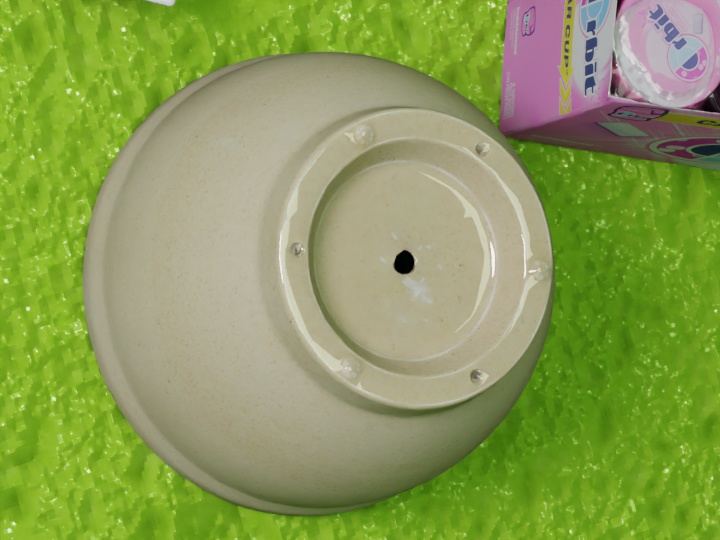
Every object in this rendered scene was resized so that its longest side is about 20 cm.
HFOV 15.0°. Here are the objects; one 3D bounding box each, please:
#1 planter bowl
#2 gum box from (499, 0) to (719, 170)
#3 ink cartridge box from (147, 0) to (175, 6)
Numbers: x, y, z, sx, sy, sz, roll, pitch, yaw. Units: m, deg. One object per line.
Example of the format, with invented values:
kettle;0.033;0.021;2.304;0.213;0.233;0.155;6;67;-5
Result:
planter bowl;0.000;0.000;1.127;0.199;0.135;0.201;2;84;-22
gum box;0.176;-0.085;1.216;0.199;0.113;0.066;7;82;-21
ink cartridge box;-0.147;-0.221;1.138;0.173;0.044;0.201;14;80;-21
